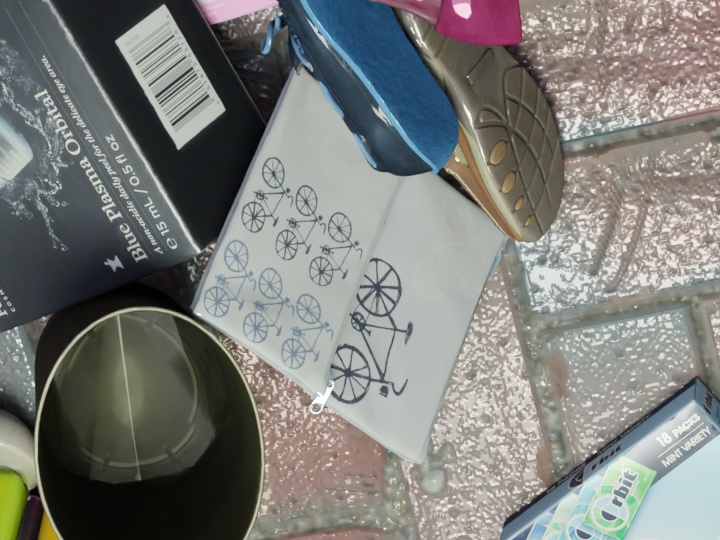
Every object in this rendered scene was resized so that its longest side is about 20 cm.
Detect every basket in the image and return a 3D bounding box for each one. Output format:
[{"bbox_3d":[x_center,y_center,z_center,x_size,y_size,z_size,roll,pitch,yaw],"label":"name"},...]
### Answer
[{"bbox_3d":[-0.140,0.086,1.616,0.135,0.200,0.182,-9,105,-8],"label":"basket"}]

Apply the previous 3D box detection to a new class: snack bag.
[{"bbox_3d":[0.000,0.000,1.602,0.200,0.190,0.021,37,149,-27],"label":"snack bag"}]

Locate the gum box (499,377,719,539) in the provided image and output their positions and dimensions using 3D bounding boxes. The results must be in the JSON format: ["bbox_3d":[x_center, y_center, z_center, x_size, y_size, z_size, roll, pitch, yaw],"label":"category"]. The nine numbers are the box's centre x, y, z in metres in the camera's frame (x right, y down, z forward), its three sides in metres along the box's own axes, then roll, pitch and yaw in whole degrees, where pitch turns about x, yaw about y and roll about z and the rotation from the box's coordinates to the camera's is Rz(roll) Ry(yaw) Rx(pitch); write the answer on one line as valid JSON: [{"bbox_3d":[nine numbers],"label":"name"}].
[{"bbox_3d":[0.220,0.200,1.724,0.170,0.045,0.200,-38,98,19],"label":"gum box"}]

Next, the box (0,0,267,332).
[{"bbox_3d":[-0.183,-0.091,1.620,0.199,0.117,0.197,-20,106,41],"label":"box"}]

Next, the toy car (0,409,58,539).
[{"bbox_3d":[-0.224,0.199,1.755,0.198,0.176,0.150,8,149,1],"label":"toy car"}]

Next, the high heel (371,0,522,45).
[{"bbox_3d":[0.078,-0.236,1.529,0.095,0.067,0.201,18,101,-7],"label":"high heel"}]

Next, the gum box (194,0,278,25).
[{"bbox_3d":[-0.035,-0.233,1.606,0.199,0.066,0.114,-15,107,14],"label":"gum box"}]

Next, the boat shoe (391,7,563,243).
[{"bbox_3d":[0.063,-0.106,1.639,0.072,0.076,0.201,-3,123,47],"label":"boat shoe"}]

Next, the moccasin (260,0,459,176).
[{"bbox_3d":[-0.019,-0.135,1.560,0.068,0.080,0.201,-13,112,44],"label":"moccasin"}]
